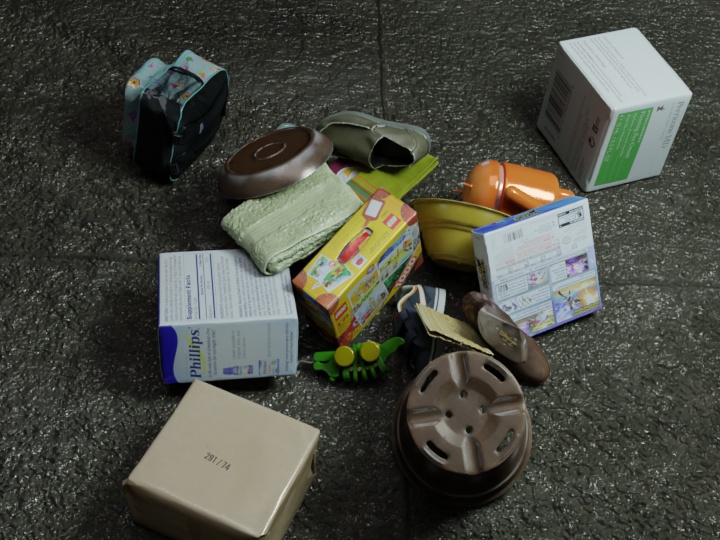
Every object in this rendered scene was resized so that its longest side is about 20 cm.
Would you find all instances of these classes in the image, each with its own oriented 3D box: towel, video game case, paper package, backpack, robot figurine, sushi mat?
[{"bbox_3d":[0.041,-0.151,1.763,0.085,0.018,0.200,34,52,20],"label":"towel"},{"bbox_3d":[-0.100,-0.085,1.624,0.198,0.037,0.148,-33,53,-20],"label":"towel"},{"bbox_3d":[0.275,0.000,1.662,0.197,0.185,0.045,-18,17,-22],"label":"video game case"},{"bbox_3d":[-0.177,0.268,1.411,0.197,0.104,0.192,20,48,13],"label":"paper package"},{"bbox_3d":[-0.317,-0.280,1.854,0.152,0.177,0.200,28,46,14],"label":"backpack"},{"bbox_3d":[0.257,-0.120,1.797,0.196,0.118,0.145,12,38,-6],"label":"robot figurine"},{"bbox_3d":[0.126,0.083,1.497,0.094,0.012,0.200,24,7,-6],"label":"sushi mat"}]

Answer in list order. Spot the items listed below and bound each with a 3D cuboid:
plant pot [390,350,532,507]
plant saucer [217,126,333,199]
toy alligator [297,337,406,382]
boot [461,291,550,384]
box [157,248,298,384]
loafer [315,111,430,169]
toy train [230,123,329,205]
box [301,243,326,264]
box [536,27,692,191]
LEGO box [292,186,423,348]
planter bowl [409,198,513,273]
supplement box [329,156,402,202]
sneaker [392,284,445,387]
[{"bbox_3d":[0.135,0.200,1.396,0.196,0.199,0.204,-1,75,3],"label":"plant pot"},{"bbox_3d":[-0.140,-0.178,1.701,0.197,0.033,0.201,-16,28,9],"label":"plant saucer"},{"bbox_3d":[-0.026,0.142,1.582,0.196,0.059,0.055,-11,81,7],"label":"toy alligator"},{"bbox_3d":[0.220,0.110,1.519,0.186,0.200,0.064,43,91,-6],"label":"boot"},{"bbox_3d":[-0.197,0.063,1.574,0.196,0.106,0.185,-2,34,-9],"label":"box"},{"bbox_3d":[0.015,-0.211,1.760,0.196,0.076,0.070,6,35,14],"label":"loafer"},{"bbox_3d":[-0.145,-0.172,1.841,0.199,0.086,0.114,-34,70,-33],"label":"toy train"},{"bbox_3d":[-0.073,-0.073,1.721,0.199,0.123,0.047,36,31,24],"label":"box"},{"bbox_3d":[0.450,-0.289,1.929,0.169,0.201,0.202,-14,51,-19],"label":"box"},{"bbox_3d":[0.000,0.000,1.610,0.077,0.150,0.200,35,72,24],"label":"LEGO box"},{"bbox_3d":[0.165,-0.047,1.722,0.197,0.200,0.085,13,82,6],"label":"planter bowl"},{"bbox_3d":[0.004,-0.142,1.820,0.109,0.086,0.201,24,49,16],"label":"supplement box"},{"bbox_3d":[0.085,0.098,1.616,0.078,0.079,0.201,11,36,-3],"label":"sneaker"}]
